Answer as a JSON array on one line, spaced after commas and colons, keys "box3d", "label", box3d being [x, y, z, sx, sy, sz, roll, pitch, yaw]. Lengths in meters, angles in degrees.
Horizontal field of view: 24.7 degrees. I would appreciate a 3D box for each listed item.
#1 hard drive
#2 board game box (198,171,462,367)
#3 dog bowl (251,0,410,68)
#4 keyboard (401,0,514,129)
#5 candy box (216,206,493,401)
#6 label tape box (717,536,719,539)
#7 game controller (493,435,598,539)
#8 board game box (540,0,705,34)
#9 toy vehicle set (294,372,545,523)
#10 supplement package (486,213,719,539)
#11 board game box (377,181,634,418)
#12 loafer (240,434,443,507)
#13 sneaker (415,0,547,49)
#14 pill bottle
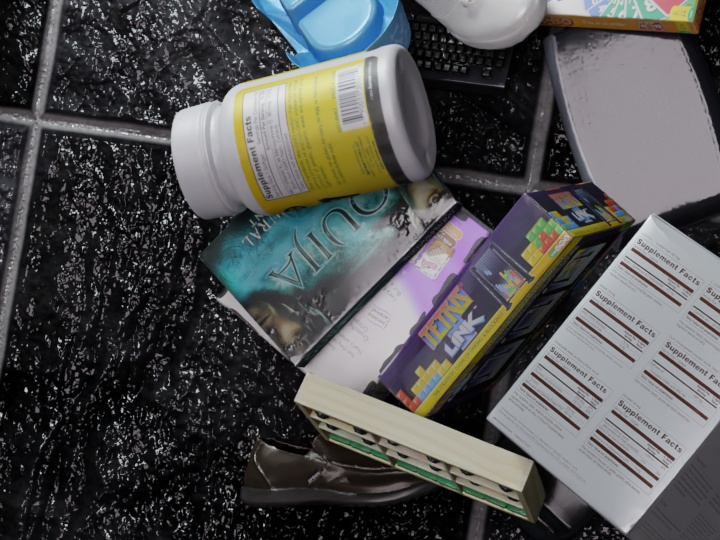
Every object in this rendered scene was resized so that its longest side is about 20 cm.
[{"box3d": [0.240, -0.131, 1.408, 0.134, 0.042, 0.201, -20, 80, 15], "label": "hard drive"}, {"box3d": [-0.027, -0.034, 1.417, 0.200, 0.028, 0.135, -46, 73, 8], "label": "board game box"}, {"box3d": [-0.023, -0.230, 1.451, 0.111, 0.050, 0.200, -36, 46, 5], "label": "dog bowl"}, {"box3d": [0.037, -0.184, 1.485, 0.199, 0.021, 0.128, 9, 85, 19], "label": "keyboard"}, {"box3d": [0.000, 0.000, 1.459, 0.168, 0.072, 0.200, 39, 97, 16], "label": "candy box"}, {"box3d": [0.329, 0.213, 1.344, 0.199, 0.066, 0.144, -23, 79, 13], "label": "label tape box"}, {"box3d": [0.197, 0.142, 1.410, 0.104, 0.042, 0.200, 45, 100, 1], "label": "game controller"}, {"box3d": [0.201, -0.254, 1.412, 0.199, 0.030, 0.096, 7, 71, 30], "label": "board game box"}, {"box3d": [0.051, 0.146, 1.340, 0.199, 0.124, 0.027, 20, 75, 18], "label": "toy vehicle set"}, {"box3d": [0.236, 0.102, 1.262, 0.147, 0.191, 0.200, 39, 88, 31], "label": "supplement package"}, {"box3d": [0.121, 0.022, 1.350, 0.057, 0.165, 0.200, 44, 112, 16], "label": "board game box"}, {"box3d": [-0.015, 0.171, 1.449, 0.199, 0.073, 0.072, -5, 86, 17], "label": "loafer"}, {"box3d": [0.069, -0.254, 1.414, 0.200, 0.088, 0.075, 33, 90, 39], "label": "sneaker"}, {"box3d": [-0.047, -0.109, 1.356, 0.199, 0.114, 0.115, -12, 83, 17], "label": "pill bottle"}]
